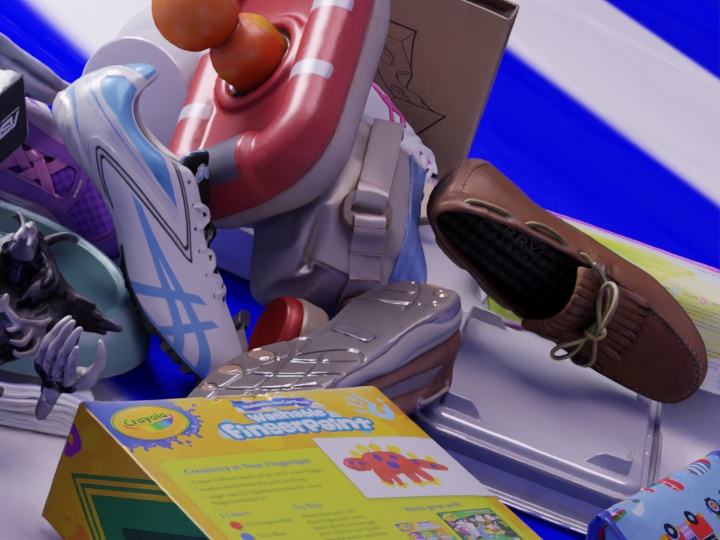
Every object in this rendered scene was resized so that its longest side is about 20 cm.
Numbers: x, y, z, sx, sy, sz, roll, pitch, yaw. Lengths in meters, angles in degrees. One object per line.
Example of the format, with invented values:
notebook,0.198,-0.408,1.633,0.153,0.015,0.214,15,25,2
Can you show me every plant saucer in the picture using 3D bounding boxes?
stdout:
plant saucer,-0.208,-0.001,1.434,0.199,0.028,0.200,20,19,-7

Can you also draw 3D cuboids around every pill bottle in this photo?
pill bottle,-0.097,-0.126,1.666,0.112,0.113,0.200,27,24,17

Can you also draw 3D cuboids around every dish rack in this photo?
dish rack,0.106,0.084,1.543,0.170,0.044,0.200,20,21,2

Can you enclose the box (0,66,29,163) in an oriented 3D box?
box,-0.293,-0.059,1.336,0.159,0.045,0.200,19,42,20

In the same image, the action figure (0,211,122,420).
action figure,-0.181,0.035,1.239,0.118,0.102,0.201,26,54,-7

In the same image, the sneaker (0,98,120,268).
sneaker,-0.202,-0.066,1.550,0.200,0.081,0.088,31,3,37

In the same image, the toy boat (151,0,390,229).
toy boat,-0.069,-0.133,1.504,0.131,0.130,0.201,41,48,-32

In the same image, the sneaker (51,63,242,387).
sneaker,-0.105,-0.021,1.441,0.072,0.201,0.072,-24,6,4

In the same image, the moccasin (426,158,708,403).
moccasin,0.124,0.013,1.532,0.201,0.074,0.078,42,27,-13

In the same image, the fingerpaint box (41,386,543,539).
fingerpaint box,-0.029,0.134,1.269,0.199,0.074,0.167,-1,31,-43

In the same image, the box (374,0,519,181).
box,0.011,-0.138,1.779,0.162,0.201,0.021,23,47,5

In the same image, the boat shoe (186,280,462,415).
boat shoe,-0.017,0.074,1.413,0.199,0.072,0.076,-25,30,-32

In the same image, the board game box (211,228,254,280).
board game box,-0.076,-0.037,1.674,0.199,0.035,0.126,23,23,7

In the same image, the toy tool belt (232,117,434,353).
toy tool belt,0.000,0.000,1.532,0.122,0.125,0.201,27,43,-25

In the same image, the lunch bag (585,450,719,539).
lunch bag,0.202,0.205,1.316,0.200,0.094,0.150,42,27,18

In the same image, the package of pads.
package of pads,0.175,0.018,1.685,0.199,0.069,0.155,19,8,-2

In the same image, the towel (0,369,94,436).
towel,-0.223,0.026,1.420,0.146,0.024,0.200,13,23,-19

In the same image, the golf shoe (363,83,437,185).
golf shoe,0.015,-0.079,1.714,0.092,0.073,0.200,24,-5,16

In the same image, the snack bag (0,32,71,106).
snack bag,-0.275,-0.146,1.474,0.199,0.022,0.189,19,-3,14
